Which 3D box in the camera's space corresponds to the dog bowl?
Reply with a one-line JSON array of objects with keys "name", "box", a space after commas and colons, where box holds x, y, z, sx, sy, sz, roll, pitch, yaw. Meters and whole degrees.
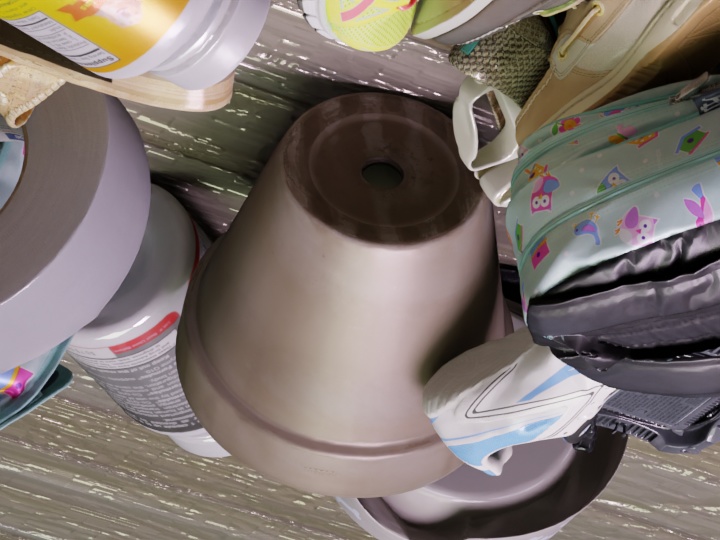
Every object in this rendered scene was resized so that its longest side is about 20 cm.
[{"name": "dog bowl", "box": [0.059, 0.087, 1.780, 0.200, 0.200, 0.059, 12, 145, -3]}]

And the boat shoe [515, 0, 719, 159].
[{"name": "boat shoe", "box": [0.136, -0.119, 1.467, 0.074, 0.069, 0.200, -7, 156, -37]}]

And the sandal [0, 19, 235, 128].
[{"name": "sandal", "box": [-0.170, -0.103, 1.570, 0.211, 0.078, 0.070, 17, 121, 14]}]

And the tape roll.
[{"name": "tape roll", "box": [-0.218, -0.042, 1.632, 0.200, 0.201, 0.066, 0, 154, 22]}]

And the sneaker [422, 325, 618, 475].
[{"name": "sneaker", "box": [0.120, 0.048, 1.584, 0.072, 0.072, 0.200, 44, 130, -18]}]

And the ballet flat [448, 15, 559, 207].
[{"name": "ballet flat", "box": [0.085, -0.077, 1.581, 0.068, 0.075, 0.200, 41, 171, 31]}]

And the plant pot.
[{"name": "plant pot", "box": [0.000, 0.000, 1.678, 0.200, 0.200, 0.174, 11, 140, -1]}]

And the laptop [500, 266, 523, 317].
[{"name": "laptop", "box": [0.079, 0.045, 1.928, 0.177, 0.103, 0.200, 8, 130, 5]}]

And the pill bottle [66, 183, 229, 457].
[{"name": "pill bottle", "box": [-0.122, 0.035, 1.863, 0.114, 0.114, 0.200, 0, 153, 22]}]

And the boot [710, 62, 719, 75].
[{"name": "boot", "box": [0.240, -0.084, 1.510, 0.182, 0.073, 0.200, 38, 140, -21]}]

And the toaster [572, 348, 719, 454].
[{"name": "toaster", "box": [0.182, 0.019, 1.686, 0.113, 0.129, 0.200, 17, 154, -12]}]

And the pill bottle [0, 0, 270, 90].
[{"name": "pill bottle", "box": [-0.141, -0.165, 1.444, 0.200, 0.109, 0.109, 29, 150, -36]}]

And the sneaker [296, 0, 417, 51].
[{"name": "sneaker", "box": [0.025, -0.161, 1.390, 0.090, 0.078, 0.200, 21, 152, 10]}]

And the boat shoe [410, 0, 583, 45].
[{"name": "boat shoe", "box": [0.093, -0.154, 1.419, 0.060, 0.072, 0.202, 25, 149, -21]}]

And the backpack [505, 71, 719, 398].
[{"name": "backpack", "box": [0.172, -0.022, 1.448, 0.200, 0.127, 0.167, -17, 143, 17]}]

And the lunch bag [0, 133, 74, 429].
[{"name": "lunch bag", "box": [-0.248, 0.018, 1.742, 0.170, 0.200, 0.122, 0, 155, 45]}]
